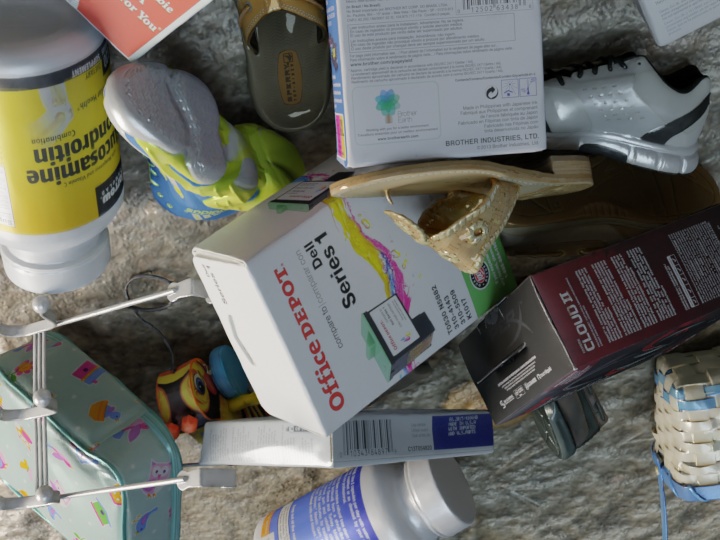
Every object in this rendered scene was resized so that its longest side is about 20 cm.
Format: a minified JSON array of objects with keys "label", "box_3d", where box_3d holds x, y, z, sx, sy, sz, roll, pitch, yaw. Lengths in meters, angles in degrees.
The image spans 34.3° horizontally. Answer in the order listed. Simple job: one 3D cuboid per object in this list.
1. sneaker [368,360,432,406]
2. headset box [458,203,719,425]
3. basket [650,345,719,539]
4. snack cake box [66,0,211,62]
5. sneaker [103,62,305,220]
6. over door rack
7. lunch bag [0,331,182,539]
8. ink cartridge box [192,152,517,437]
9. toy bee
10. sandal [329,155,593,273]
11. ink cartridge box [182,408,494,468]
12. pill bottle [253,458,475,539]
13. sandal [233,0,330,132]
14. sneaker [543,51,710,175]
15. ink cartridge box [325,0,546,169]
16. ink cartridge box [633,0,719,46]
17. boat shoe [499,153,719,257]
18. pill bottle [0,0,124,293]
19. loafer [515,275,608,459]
[{"label":"sneaker","box_3d":[0.014,0.027,0.964,0.098,0.079,0.201,-16,138,0]},{"label":"headset box","box_3d":[0.175,0.038,0.873,0.198,0.076,0.149,-19,164,-24]},{"label":"basket","box_3d":[0.348,0.166,1.039,0.173,0.139,0.203,-10,99,4]},{"label":"snack cake box","box_3d":[-0.165,-0.238,0.702,0.114,0.068,0.200,-27,122,34]},{"label":"sneaker","box_3d":[-0.129,-0.076,0.830,0.104,0.077,0.199,-17,153,30]},{"label":"over door rack","box_3d":[-0.191,0.091,0.843,0.197,0.150,0.066,-11,166,23]},{"label":"lunch bag","box_3d":[-0.233,0.155,0.974,0.077,0.199,0.162,-31,141,-37]},{"label":"ink cartridge box","box_3d":[0.000,0.000,0.840,0.199,0.084,0.146,-35,115,-25]},{"label":"toy bee","box_3d":[-0.143,0.116,0.993,0.199,0.110,0.131,33,122,-27]},{"label":"sandal","box_3d":[0.080,-0.034,0.784,0.209,0.071,0.077,-7,175,-33]},{"label":"ink cartridge box","box_3d":[-0.025,0.137,0.959,0.198,0.041,0.198,-10,170,42]},{"label":"pill bottle","box_3d":[0.006,0.245,1.105,0.198,0.113,0.112,-30,125,20]},{"label":"sandal","box_3d":[-0.056,-0.174,0.798,0.079,0.054,0.202,-7,129,1]},{"label":"sneaker","box_3d":[0.165,-0.129,0.853,0.197,0.074,0.081,6,118,-17]},{"label":"ink cartridge box","box_3d":[0.045,-0.174,0.751,0.134,0.076,0.203,-6,101,-8]},{"label":"ink cartridge box","box_3d":[0.202,-0.260,0.742,0.115,0.068,0.201,-25,128,14]},{"label":"boat shoe","box_3d":[0.183,-0.048,0.917,0.197,0.075,0.069,-2,151,-12]},{"label":"pill bottle","box_3d":[-0.225,-0.087,0.818,0.110,0.113,0.202,-1,130,-4]},{"label":"loafer","box_3d":[0.171,0.077,1.020,0.062,0.072,0.202,-27,127,-9]}]
